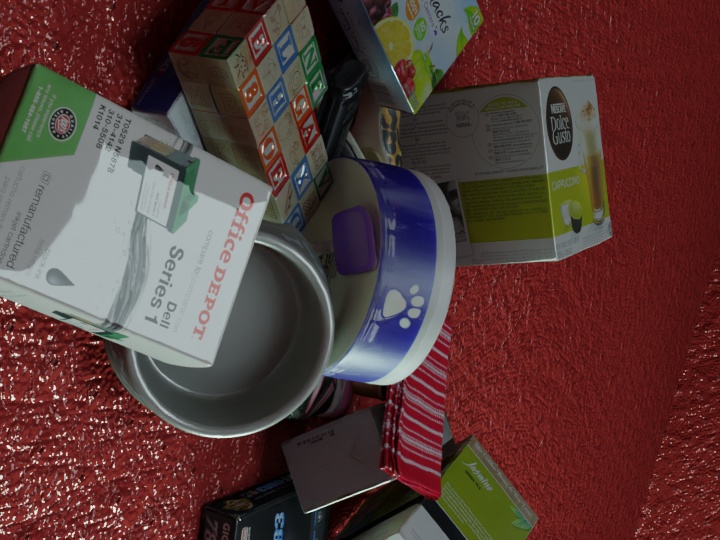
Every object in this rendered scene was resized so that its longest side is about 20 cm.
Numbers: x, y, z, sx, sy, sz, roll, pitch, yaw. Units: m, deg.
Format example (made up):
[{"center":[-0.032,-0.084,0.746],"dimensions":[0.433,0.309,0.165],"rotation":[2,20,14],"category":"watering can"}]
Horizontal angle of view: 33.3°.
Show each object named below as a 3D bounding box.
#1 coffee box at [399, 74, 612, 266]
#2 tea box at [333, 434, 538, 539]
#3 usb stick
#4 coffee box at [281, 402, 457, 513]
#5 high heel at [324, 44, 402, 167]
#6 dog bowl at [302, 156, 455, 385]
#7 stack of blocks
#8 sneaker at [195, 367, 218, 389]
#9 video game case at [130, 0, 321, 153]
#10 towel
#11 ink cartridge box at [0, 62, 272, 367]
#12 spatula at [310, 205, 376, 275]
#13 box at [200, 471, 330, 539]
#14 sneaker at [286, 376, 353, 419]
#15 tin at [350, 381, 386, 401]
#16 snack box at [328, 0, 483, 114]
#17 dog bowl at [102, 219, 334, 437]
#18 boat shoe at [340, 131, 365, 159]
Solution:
[{"center":[0.159,-0.116,1.396],"dimensions":[0.199,0.198,0.200],"rotation":[-17,102,-60],"category":"coffee box"},{"center":[0.067,0.327,1.399],"dimensions":[0.134,0.200,0.197],"rotation":[51,39,-1],"category":"tea box"},{"center":[-0.034,-0.120,1.149],"dimensions":[0.056,0.032,0.201],"rotation":[-53,173,-36],"category":"usb stick"},{"center":[0.015,0.192,1.311],"dimensions":[0.200,0.114,0.081],"rotation":[-3,71,-65],"category":"coffee box"},{"center":[0.035,-0.172,1.307],"dimensions":[0.143,0.071,0.201],"rotation":[-49,133,-34],"category":"high heel"},{"center":[0.000,0.000,1.103],"dimensions":[0.078,0.199,0.203],"rotation":[10,91,-30],"category":"dog bowl"},{"center":[-0.079,-0.135,1.017],"dimensions":[0.116,0.058,0.201],"rotation":[-57,147,-35],"category":"stack of blocks"},{"center":[-0.134,0.040,1.056],"dimensions":[0.116,0.080,0.201],"rotation":[-59,149,-37],"category":"sneaker"},{"center":[-0.107,-0.150,1.072],"dimensions":[0.201,0.045,0.182],"rotation":[-63,149,-29],"category":"video game case"},{"center":[0.063,0.128,1.246],"dimensions":[0.145,0.022,0.202],"rotation":[43,49,-59],"category":"towel"},{"center":[-0.177,-0.033,0.850],"dimensions":[0.199,0.084,0.148],"rotation":[25,75,-31],"category":"ink cartridge box"},{"center":[-0.056,-0.016,1.072],"dimensions":[0.020,0.199,0.057],"rotation":[-2,83,-48],"category":"spatula"},{"center":[-0.103,0.325,1.268],"dimensions":[0.198,0.049,0.203],"rotation":[-6,105,-63],"category":"box"},{"center":[-0.054,0.063,1.231],"dimensions":[0.086,0.080,0.203],"rotation":[-13,104,-41],"category":"sneaker"},{"center":[0.024,0.080,1.295],"dimensions":[0.200,0.041,0.113],"rotation":[29,72,-79],"category":"tin"},{"center":[0.040,-0.275,1.178],"dimensions":[0.143,0.053,0.201],"rotation":[-55,141,-22],"category":"snack box"},{"center":[-0.111,0.046,0.995],"dimensions":[0.198,0.059,0.203],"rotation":[-5,107,-16],"category":"dog bowl"},{"center":[-0.014,-0.076,1.256],"dimensions":[0.062,0.073,0.201],"rotation":[-24,132,-2],"category":"boat shoe"}]
